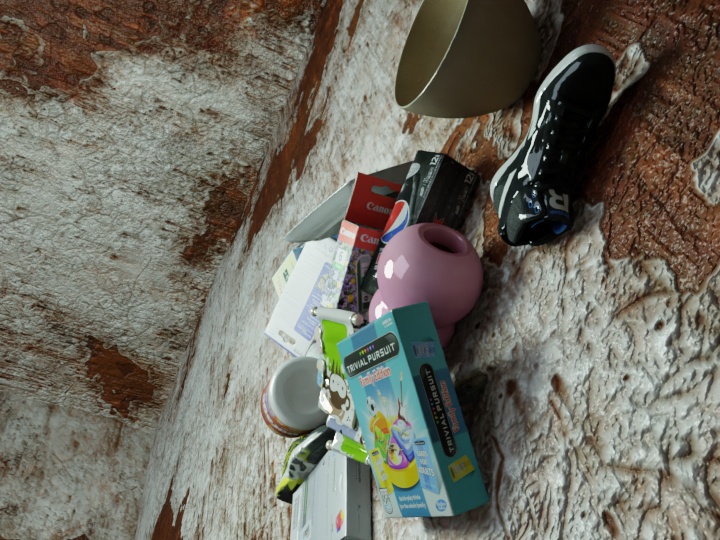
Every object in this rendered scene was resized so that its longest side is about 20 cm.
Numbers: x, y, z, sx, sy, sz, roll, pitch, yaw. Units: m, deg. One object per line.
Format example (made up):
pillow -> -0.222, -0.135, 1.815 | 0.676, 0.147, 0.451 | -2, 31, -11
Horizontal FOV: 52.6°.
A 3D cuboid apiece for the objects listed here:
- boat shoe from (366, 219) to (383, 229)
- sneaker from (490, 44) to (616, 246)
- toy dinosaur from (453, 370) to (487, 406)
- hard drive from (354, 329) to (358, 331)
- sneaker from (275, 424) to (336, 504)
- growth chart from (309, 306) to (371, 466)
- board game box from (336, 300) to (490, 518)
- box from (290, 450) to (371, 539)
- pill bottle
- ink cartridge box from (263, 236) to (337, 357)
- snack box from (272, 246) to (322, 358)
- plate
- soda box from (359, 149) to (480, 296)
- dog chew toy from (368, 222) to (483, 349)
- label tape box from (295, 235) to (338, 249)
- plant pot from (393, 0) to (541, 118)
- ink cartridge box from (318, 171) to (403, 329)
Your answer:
boat shoe -> 0.002, 0.001, 1.085 | 0.073, 0.063, 0.203 | 31, 123, 28
sneaker -> 0.196, -0.103, 0.702 | 0.113, 0.072, 0.201 | -94, 20, -44
toy dinosaur -> 0.073, 0.158, 0.834 | 0.089, 0.047, 0.201 | -103, 31, -42
hard drive -> -0.015, 0.026, 1.268 | 0.200, 0.025, 0.133 | -150, 80, -73
sneaker -> -0.083, 0.284, 1.129 | 0.085, 0.074, 0.201 | -89, 25, -46
growth chart -> -0.024, 0.143, 0.931 | 0.144, 0.018, 0.203 | -12, 83, 58
board game box -> 0.047, 0.152, 0.765 | 0.151, 0.046, 0.202 | -38, 66, 60
box -> -0.045, 0.340, 1.014 | 0.157, 0.041, 0.201 | -91, 25, -46
pill bottle -> -0.106, 0.214, 1.192 | 0.200, 0.111, 0.114 | 126, 158, -67
ink cartridge box -> -0.079, 0.040, 1.197 | 0.094, 0.037, 0.202 | 31, 99, 28
snack box -> -0.091, 0.074, 1.272 | 0.116, 0.037, 0.202 | -46, 62, 53
plate -> 0.005, -0.101, 1.108 | 0.199, 0.198, 0.033 | -34, 81, 48
soda box -> 0.076, -0.050, 0.949 | 0.063, 0.070, 0.202 | 22, 89, 57
dog chew toy -> 0.065, 0.046, 0.861 | 0.125, 0.123, 0.202 | -99, 24, -56
label tape box -> -0.043, -0.076, 1.314 | 0.144, 0.066, 0.200 | -53, 7, -27
plant pot -> 0.144, -0.273, 0.908 | 0.201, 0.133, 0.202 | -57, 22, 37
ink cartridge box -> 0.022, -0.021, 0.992 | 0.050, 0.108, 0.203 | 27, 103, 58
